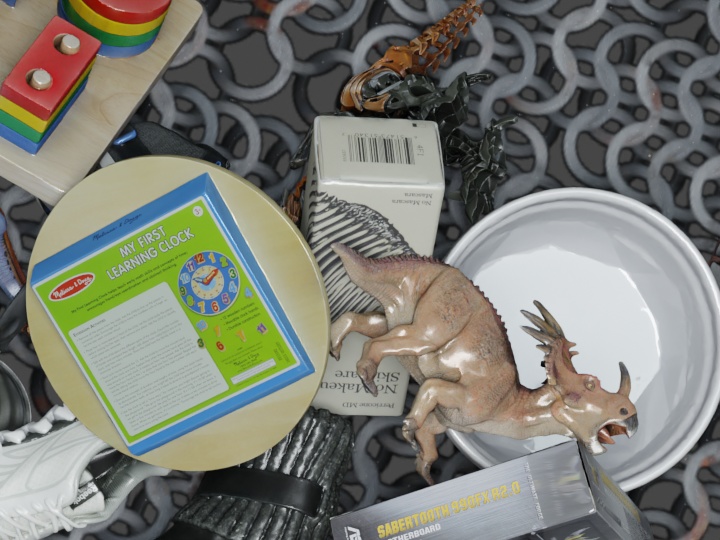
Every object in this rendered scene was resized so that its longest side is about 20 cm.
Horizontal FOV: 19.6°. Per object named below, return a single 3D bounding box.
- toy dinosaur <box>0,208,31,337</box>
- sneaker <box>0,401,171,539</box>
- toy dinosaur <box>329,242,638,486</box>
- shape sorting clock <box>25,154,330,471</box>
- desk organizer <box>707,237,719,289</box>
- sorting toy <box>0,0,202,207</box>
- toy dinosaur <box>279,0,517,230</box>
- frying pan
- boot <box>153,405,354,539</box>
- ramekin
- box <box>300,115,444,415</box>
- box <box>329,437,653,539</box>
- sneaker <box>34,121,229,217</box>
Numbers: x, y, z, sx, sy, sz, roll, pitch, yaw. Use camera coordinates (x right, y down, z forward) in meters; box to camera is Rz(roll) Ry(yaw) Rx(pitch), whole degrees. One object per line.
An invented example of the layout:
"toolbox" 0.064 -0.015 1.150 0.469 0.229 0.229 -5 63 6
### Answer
"toy dinosaur" -0.252 -0.048 1.365 0.181 0.105 0.200 41 70 -20
"sneaker" -0.208 0.140 1.339 0.200 0.075 0.081 -33 43 -5
"toy dinosaur" 0.063 0.044 1.265 0.136 0.086 0.200 -38 96 -7
"shape sorting clock" -0.112 0.027 1.276 0.200 0.039 0.200 6 111 16
"desk organizer" 0.290 -0.024 1.410 0.077 0.072 0.200 25 83 1
"sorting toy" -0.222 -0.172 1.336 0.200 0.070 0.199 30 51 -1
"toy dinosaur" 0.022 -0.099 1.381 0.136 0.102 0.200 18 89 41
"frying pan" -0.262 0.061 1.338 0.115 0.031 0.190 8 114 -17
"boot" -0.110 0.163 1.351 0.211 0.079 0.158 0 71 14
"ramekin" 0.133 0.050 1.372 0.200 0.105 0.200 0 85 -4
"box" 0.000 0.000 1.323 0.082 0.200 0.068 2 42 -6
"box" 0.089 0.174 1.290 0.158 0.200 0.048 -21 64 13
"sneaker" -0.110 -0.017 1.377 0.112 0.073 0.200 -43 95 -16
